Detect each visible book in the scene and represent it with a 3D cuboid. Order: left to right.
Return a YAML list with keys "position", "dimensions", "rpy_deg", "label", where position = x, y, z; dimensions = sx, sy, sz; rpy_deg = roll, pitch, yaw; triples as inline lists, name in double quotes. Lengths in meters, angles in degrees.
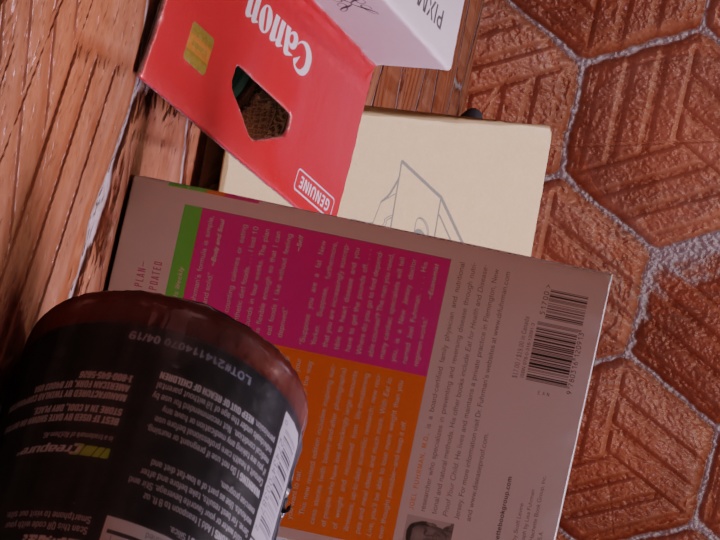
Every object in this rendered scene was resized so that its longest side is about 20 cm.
- position: [-0.008, 0.045, 1.195]
  dimensions: [0.048, 0.199, 0.134]
  rpy_deg: [-6, 109, -84]
  label: "book"

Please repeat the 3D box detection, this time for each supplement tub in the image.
- position: [-0.089, 0.113, 0.986]
  dimensions: [0.107, 0.107, 0.201]
  rpy_deg: [95, 9, -57]
  label: "supplement tub"

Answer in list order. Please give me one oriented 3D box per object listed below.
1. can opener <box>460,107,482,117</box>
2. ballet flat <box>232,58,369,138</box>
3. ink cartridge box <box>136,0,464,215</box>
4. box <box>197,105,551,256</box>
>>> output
- position: [0.107, -0.094, 3.246]
  dimensions: [0.066, 0.053, 0.200]
  rpy_deg: [-32, -149, 45]
  label: "can opener"
- position: [-0.019, -0.139, 1.342]
  dimensions: [0.068, 0.075, 0.201]
  rpy_deg: [-10, -120, 51]
  label: "ballet flat"
- position: [-0.014, -0.126, 1.243]
  dimensions: [0.200, 0.045, 0.177]
  rpy_deg: [39, 60, -61]
  label: "ink cartridge box"
- position: [0.000, 0.000, 1.431]
  dimensions: [0.021, 0.199, 0.164]
  rpy_deg: [22, -76, 52]
  label: "box"
